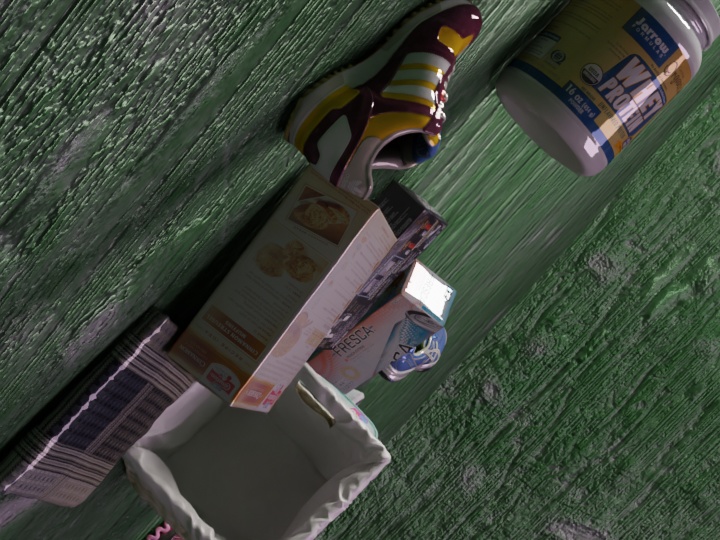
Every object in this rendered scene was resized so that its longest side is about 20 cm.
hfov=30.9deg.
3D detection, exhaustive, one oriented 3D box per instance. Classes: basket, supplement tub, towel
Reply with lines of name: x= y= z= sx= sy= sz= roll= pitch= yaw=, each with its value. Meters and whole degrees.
basket: x=-0.113 y=0.202 z=1.324 sx=0.200 sy=0.198 sz=0.161 roll=-42 pitch=170 yaw=-23
supplement tub: x=0.252 y=-0.211 z=1.321 sx=0.200 sy=0.145 sz=0.145 roll=-46 pitch=169 yaw=-1
towel: x=-0.215 y=0.119 z=1.100 sx=0.193 sy=0.035 sz=0.200 roll=-47 pitch=167 yaw=-8

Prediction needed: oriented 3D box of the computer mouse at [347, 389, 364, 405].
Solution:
computer mouse: x=-0.052 y=0.226 z=2.044 sx=0.110 sy=0.044 sz=0.200 roll=-33 pitch=169 yaw=-34

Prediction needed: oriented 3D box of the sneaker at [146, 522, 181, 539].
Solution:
sneaker: x=-0.226 y=0.369 z=1.772 sx=0.200 sy=0.095 sz=0.079 roll=-44 pitch=171 yaw=-3

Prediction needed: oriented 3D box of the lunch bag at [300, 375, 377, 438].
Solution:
lunch bag: x=-0.079 y=0.212 z=1.574 sx=0.200 sy=0.160 sz=0.077 roll=-33 pitch=163 yaw=-52

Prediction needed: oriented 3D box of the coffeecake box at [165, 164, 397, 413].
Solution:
coffeecake box: x=-0.062 y=0.020 z=1.115 sx=0.200 sy=0.073 sz=0.154 roll=-53 pitch=169 yaw=-3

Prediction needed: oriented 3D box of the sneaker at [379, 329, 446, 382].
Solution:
sneaker: x=0.098 y=0.123 z=2.129 sx=0.077 sy=0.076 sz=0.200 roll=-47 pitch=171 yaw=30

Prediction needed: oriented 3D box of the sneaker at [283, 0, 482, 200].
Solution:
sneaker: x=0.038 y=-0.126 z=0.972 sx=0.200 sy=0.090 sz=0.075 roll=-40 pitch=168 yaw=-27

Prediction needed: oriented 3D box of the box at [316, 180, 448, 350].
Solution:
box: x=0.000 y=0.000 z=1.394 sx=0.200 sy=0.050 sz=0.158 roll=-47 pitch=169 yaw=7

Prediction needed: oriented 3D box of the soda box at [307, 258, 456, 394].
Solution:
soda box: x=0.021 y=0.069 z=1.524 sx=0.200 sy=0.068 sz=0.064 roll=-38 pitch=-160 yaw=44
